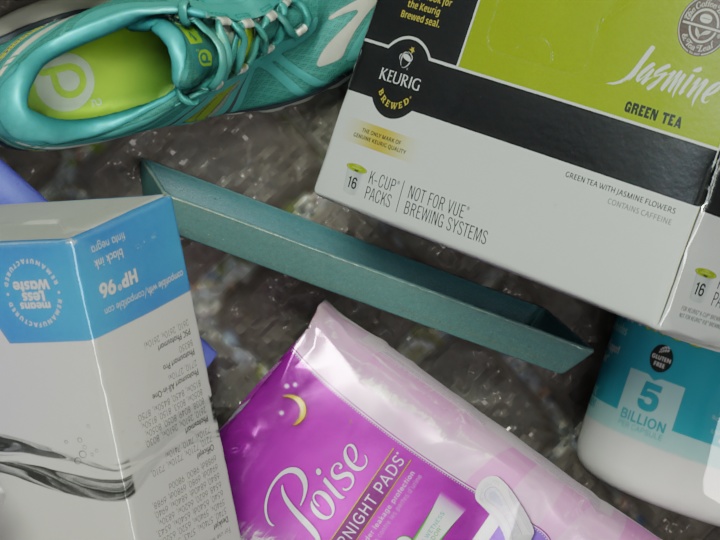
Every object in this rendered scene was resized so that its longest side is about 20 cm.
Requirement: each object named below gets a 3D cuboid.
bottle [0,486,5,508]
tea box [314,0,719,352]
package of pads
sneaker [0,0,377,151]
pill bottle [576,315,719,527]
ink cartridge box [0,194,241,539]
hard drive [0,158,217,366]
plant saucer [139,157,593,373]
[{"bbox_3d":[-0.212,0.024,0.897,0.065,0.084,0.200,-40,78,-15],"label":"bottle"},{"bbox_3d":[0.116,-0.084,0.955,0.134,0.200,0.197,14,97,-44],"label":"tea box"},{"bbox_3d":[0.028,0.117,1.006,0.200,0.076,0.121,35,90,4],"label":"package of pads"},{"bbox_3d":[-0.062,-0.090,0.984,0.200,0.080,0.078,-21,104,-12],"label":"sneaker"},{"bbox_3d":[0.173,0.008,1.052,0.111,0.111,0.200,16,94,-18],"label":"pill bottle"},{"bbox_3d":[-0.118,0.077,0.945,0.068,0.116,0.200,-29,112,-54],"label":"ink cartridge box"},{"bbox_3d":[-0.176,0.018,0.998,0.200,0.025,0.132,43,86,-18],"label":"hard drive"},{"bbox_3d":[0.000,0.000,1.022,0.200,0.070,0.019,21,98,-18],"label":"plant saucer"}]
